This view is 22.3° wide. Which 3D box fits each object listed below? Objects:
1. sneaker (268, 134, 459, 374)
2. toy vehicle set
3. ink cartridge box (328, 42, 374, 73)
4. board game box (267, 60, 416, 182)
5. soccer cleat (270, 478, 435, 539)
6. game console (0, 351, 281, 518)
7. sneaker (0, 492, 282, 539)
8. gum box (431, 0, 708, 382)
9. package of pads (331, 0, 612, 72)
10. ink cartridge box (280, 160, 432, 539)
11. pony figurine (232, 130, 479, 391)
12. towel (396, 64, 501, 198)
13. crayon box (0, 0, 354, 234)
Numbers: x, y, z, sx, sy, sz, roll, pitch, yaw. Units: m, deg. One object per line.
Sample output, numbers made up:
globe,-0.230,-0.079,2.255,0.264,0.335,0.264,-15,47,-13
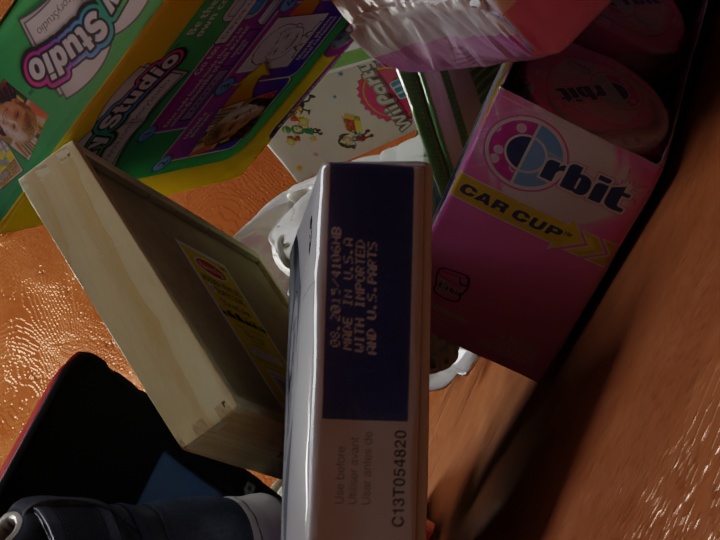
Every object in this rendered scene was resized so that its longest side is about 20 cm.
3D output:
sneaker,0.000,0.000,0.847,0.200,0.087,0.075,-81,-23,-70
toy vehicle set,-0.055,0.027,0.750,0.026,0.125,0.200,-37,-20,7
ink cartridge box,0.014,-0.158,0.952,0.199,0.059,0.104,-13,28,38
board game box,0.038,-0.151,1.054,0.199,0.064,0.148,-24,32,29
soccer cleat,-0.011,0.126,0.916,0.200,0.077,0.070,114,-179,-81
game console,-0.081,0.157,0.739,0.031,0.200,0.177,-10,45,53
sneaker,-0.099,0.180,0.656,0.077,0.146,0.204,-12,74,52
gum box,0.085,-0.067,0.731,0.200,0.066,0.114,-64,-1,-50
package of pads,0.079,-0.157,0.643,0.200,0.076,0.120,-48,24,-15
ink cartridge box,-0.007,0.081,0.633,0.200,0.040,0.201,110,161,-77
pony figurine,0.027,-0.007,1.103,0.194,0.166,0.200,-56,-18,-22
towel,0.080,-0.122,0.872,0.200,0.023,0.153,-55,-41,-35
crayon box,-0.059,-0.111,0.735,0.200,0.058,0.172,-48,-16,29
